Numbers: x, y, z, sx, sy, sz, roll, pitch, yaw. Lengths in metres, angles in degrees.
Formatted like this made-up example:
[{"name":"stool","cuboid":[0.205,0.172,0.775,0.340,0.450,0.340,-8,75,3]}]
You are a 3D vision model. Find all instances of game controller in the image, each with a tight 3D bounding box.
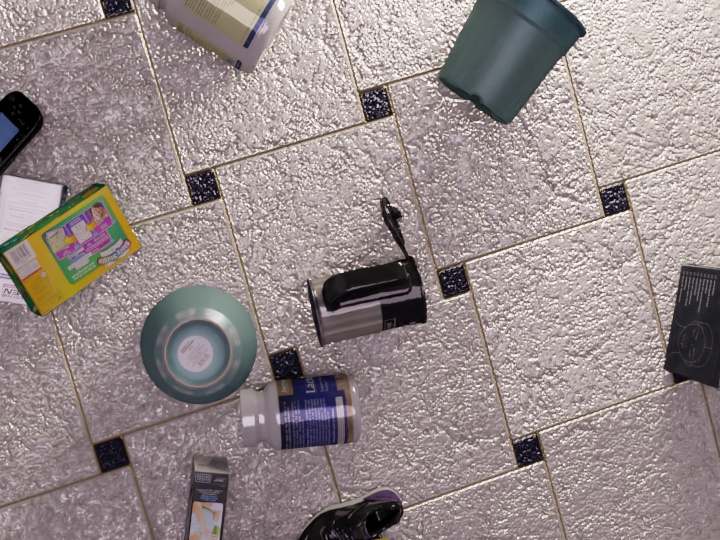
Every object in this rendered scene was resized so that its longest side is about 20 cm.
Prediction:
[{"name":"game controller","cuboid":[-0.590,-0.193,1.588,0.201,0.104,0.042,-50,140,-3]}]

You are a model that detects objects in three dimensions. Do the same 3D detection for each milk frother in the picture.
[{"name":"milk frother","cuboid":[0.000,0.000,1.677,0.185,0.182,0.202,-12,52,-8]}]

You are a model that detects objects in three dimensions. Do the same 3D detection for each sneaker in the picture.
[{"name":"sneaker","cuboid":[-0.019,0.439,1.707,0.198,0.088,0.077,-29,97,-6]}]

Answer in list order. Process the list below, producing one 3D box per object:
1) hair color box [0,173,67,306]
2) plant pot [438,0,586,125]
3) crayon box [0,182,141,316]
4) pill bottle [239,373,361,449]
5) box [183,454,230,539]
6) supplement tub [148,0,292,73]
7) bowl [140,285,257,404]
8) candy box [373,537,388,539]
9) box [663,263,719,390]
[{"name":"hair color box","cuboid":[-0.542,-0.048,1.614,0.098,0.060,0.204,10,91,-10]},{"name":"plant pot","cuboid":[0.240,-0.364,1.656,0.199,0.200,0.198,32,96,-9]},{"name":"crayon box","cuboid":[-0.461,-0.035,1.581,0.199,0.058,0.120,-38,118,-26]},{"name":"pill bottle","cuboid":[-0.103,0.239,1.669,0.196,0.116,0.118,-5,94,-9]},{"name":"box","cuboid":[-0.260,0.421,1.658,0.059,0.117,0.204,7,91,-11]},{"name":"supplement tub","cuboid":[-0.225,-0.428,1.598,0.198,0.145,0.146,32,88,-9]},{"name":"bowl","cuboid":[-0.266,0.129,1.645,0.197,0.105,0.205,-1,93,-9]},{"name":"candy box","cuboid":[-0.043,0.515,1.670,0.196,0.026,0.104,-9,102,0]},{"name":"box","cuboid":[0.640,0.101,1.732,0.122,0.197,0.204,9,92,-9]}]
